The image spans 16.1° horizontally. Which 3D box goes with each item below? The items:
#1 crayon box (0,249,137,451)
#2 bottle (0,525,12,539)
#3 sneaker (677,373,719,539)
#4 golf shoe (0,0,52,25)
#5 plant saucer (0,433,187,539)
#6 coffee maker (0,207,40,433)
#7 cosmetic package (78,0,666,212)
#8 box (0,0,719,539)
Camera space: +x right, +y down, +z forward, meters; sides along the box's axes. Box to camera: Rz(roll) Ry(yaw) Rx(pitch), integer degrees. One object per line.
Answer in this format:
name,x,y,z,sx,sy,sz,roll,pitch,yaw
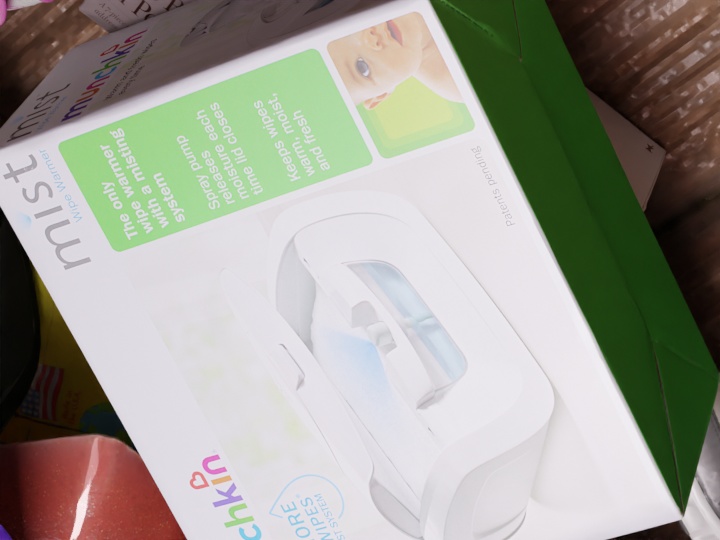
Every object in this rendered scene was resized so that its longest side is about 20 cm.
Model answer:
crayon box,-0.051,0.033,0.985,0.199,0.051,0.127,20,123,5
bottle,-0.155,0.116,0.875,0.083,0.065,0.200,-4,154,-5
sneaker,0.173,0.097,0.949,0.080,0.074,0.200,-32,112,17
golf shoe,-0.165,-0.108,0.927,0.091,0.075,0.200,40,124,-12
plant saucer,-0.141,0.128,1.015,0.199,0.037,0.200,-8,152,22
coffee maker,-0.227,-0.001,0.933,0.199,0.192,0.135,-3,137,15
cosmetic package,0.005,-0.067,0.908,0.200,0.051,0.083,37,123,-6
box,0.000,0.000,0.862,0.176,0.097,0.200,-17,112,25
